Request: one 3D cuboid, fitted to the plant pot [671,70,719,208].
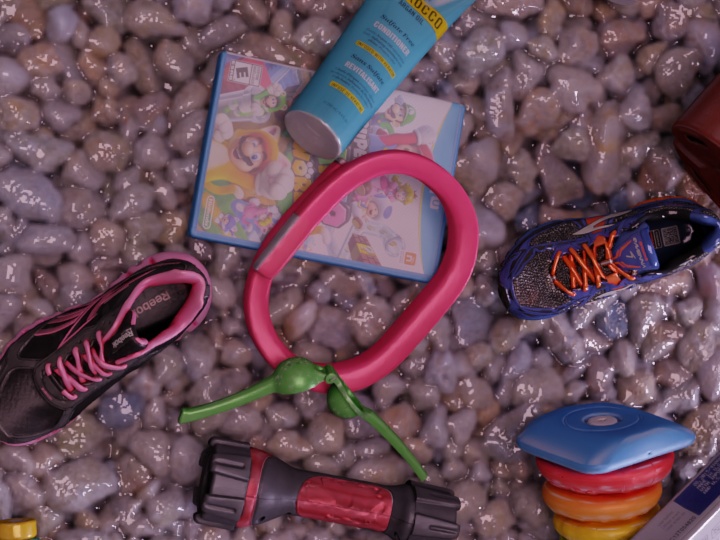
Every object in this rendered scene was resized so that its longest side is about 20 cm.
[{"bbox_3d":[0.364,-0.126,1.459,0.195,0.201,0.201,-43,101,-4],"label":"plant pot"}]

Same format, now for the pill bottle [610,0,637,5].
[{"bbox_3d":[0.250,-0.308,1.458,0.111,0.111,0.200,45,78,-12],"label":"pill bottle"}]

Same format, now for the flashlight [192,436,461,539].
[{"bbox_3d":[-0.024,0.175,1.391,0.199,0.068,0.068,12,52,-12],"label":"flashlight"}]

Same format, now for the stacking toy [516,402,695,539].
[{"bbox_3d":[0.195,0.211,1.453,0.116,0.110,0.201,-13,105,-31],"label":"stacking toy"}]

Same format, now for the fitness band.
[{"bbox_3d":[0.000,0.000,1.404,0.144,0.037,0.200,42,89,-20],"label":"fitness band"}]

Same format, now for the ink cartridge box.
[{"bbox_3d":[0.258,0.262,1.454,0.199,0.041,0.201,-39,134,-24],"label":"ink cartridge box"}]

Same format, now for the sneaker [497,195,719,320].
[{"bbox_3d":[0.199,-0.016,1.457,0.199,0.078,0.076,-22,95,-16],"label":"sneaker"}]

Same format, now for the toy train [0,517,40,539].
[{"bbox_3d":[-0.231,0.270,1.338,0.200,0.056,0.151,38,79,-13],"label":"toy train"}]

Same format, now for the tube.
[{"bbox_3d":[0.015,-0.171,1.413,0.077,0.050,0.200,44,62,-16],"label":"tube"}]

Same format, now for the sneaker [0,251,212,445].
[{"bbox_3d":[-0.188,0.055,1.333,0.200,0.095,0.079,-39,102,-12],"label":"sneaker"}]

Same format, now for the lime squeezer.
[{"bbox_3d":[-0.030,0.105,1.379,0.199,0.038,0.071,15,88,-17],"label":"lime squeezer"}]

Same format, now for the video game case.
[{"bbox_3d":[-0.025,-0.078,1.422,0.199,0.018,0.144,11,86,-17],"label":"video game case"}]
